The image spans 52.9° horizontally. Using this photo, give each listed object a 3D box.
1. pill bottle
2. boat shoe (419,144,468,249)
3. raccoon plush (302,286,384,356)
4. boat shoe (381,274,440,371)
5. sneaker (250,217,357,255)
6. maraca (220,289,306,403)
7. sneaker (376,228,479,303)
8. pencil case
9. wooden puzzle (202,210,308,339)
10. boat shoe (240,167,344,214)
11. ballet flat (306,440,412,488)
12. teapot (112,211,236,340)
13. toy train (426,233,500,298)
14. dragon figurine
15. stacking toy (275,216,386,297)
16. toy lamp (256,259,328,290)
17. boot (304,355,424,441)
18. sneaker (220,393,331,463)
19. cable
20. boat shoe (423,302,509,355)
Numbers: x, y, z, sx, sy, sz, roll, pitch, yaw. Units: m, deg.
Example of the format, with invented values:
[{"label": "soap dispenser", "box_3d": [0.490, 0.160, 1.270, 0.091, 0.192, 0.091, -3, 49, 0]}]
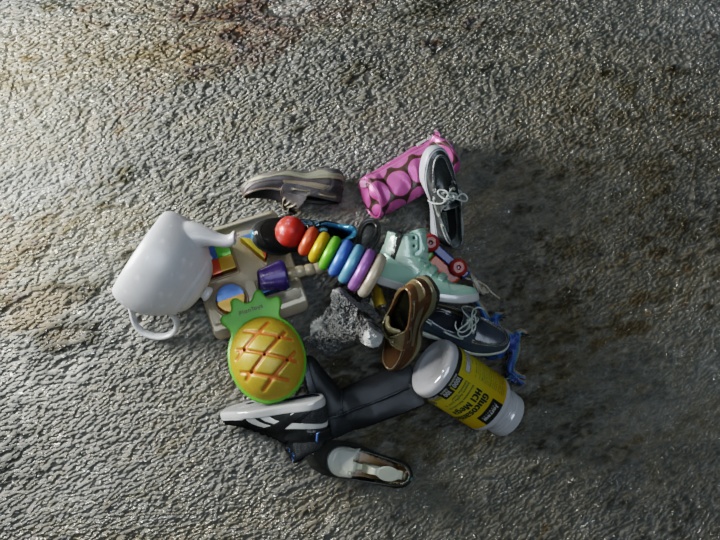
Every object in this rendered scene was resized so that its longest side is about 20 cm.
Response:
[{"label": "pill bottle", "box_3d": [0.200, 0.220, 1.322, 0.199, 0.112, 0.113, 33, 76, -20]}, {"label": "boat shoe", "box_3d": [0.160, -0.135, 1.366, 0.073, 0.068, 0.201, -15, 114, -23]}, {"label": "raccoon plush", "box_3d": [-0.040, 0.116, 1.274, 0.096, 0.200, 0.134, 34, 101, -13]}, {"label": "boat shoe", "box_3d": [0.070, 0.094, 1.268, 0.073, 0.201, 0.076, -11, 42, -38]}, {"label": "sneaker", "box_3d": [-0.102, -0.071, 1.330, 0.198, 0.082, 0.074, 1, 73, -26]}, {"label": "maraca", "box_3d": [-0.172, 0.134, 1.276, 0.136, 0.107, 0.201, -19, 77, -10]}, {"label": "sneaker", "box_3d": [0.127, -0.011, 1.307, 0.199, 0.074, 0.119, 15, 95, 7]}, {"label": "pencil case", "box_3d": [0.090, -0.186, 1.402, 0.199, 0.091, 0.094, -34, 122, -15]}, {"label": "wooden puzzle", "box_3d": [-0.210, 0.005, 1.341, 0.184, 0.046, 0.202, -18, 84, -12]}, {"label": "boat shoe", "box_3d": [-0.125, -0.148, 1.366, 0.198, 0.075, 0.074, -7, 81, -9]}, {"label": "ballet flat", "box_3d": [0.002, 0.349, 1.306, 0.198, 0.068, 0.069, 12, 80, -7]}, {"label": "teapot", "box_3d": [-0.326, 0.009, 1.259, 0.146, 0.200, 0.198, 35, 65, -13]}, {"label": "toy train", "box_3d": [0.157, 0.029, 1.381, 0.200, 0.085, 0.116, 42, 87, 1]}, {"label": "dragon figurine", "box_3d": [0.256, 0.135, 1.387, 0.200, 0.059, 0.100, 40, 77, -2]}, {"label": "stacking toy", "box_3d": [-0.057, -0.035, 1.263, 0.199, 0.085, 0.086, 29, 77, -3]}, {"label": "toy lamp", "box_3d": [-0.088, -0.001, 1.314, 0.198, 0.058, 0.059, -10, 82, -16]}, {"label": "boot", "box_3d": [0.002, 0.206, 1.330, 0.198, 0.066, 0.166, -18, 92, -9]}, {"label": "sneaker", "box_3d": [-0.149, 0.286, 1.272, 0.198, 0.073, 0.113, -9, 96, 17]}, {"label": "cable", "box_3d": [0.000, 0.000, 1.390, 0.096, 0.050, 0.202, -4, 68, 7]}, {"label": "boat shoe", "box_3d": [0.182, 0.098, 1.331, 0.198, 0.062, 0.075, 20, 56, 8]}]
